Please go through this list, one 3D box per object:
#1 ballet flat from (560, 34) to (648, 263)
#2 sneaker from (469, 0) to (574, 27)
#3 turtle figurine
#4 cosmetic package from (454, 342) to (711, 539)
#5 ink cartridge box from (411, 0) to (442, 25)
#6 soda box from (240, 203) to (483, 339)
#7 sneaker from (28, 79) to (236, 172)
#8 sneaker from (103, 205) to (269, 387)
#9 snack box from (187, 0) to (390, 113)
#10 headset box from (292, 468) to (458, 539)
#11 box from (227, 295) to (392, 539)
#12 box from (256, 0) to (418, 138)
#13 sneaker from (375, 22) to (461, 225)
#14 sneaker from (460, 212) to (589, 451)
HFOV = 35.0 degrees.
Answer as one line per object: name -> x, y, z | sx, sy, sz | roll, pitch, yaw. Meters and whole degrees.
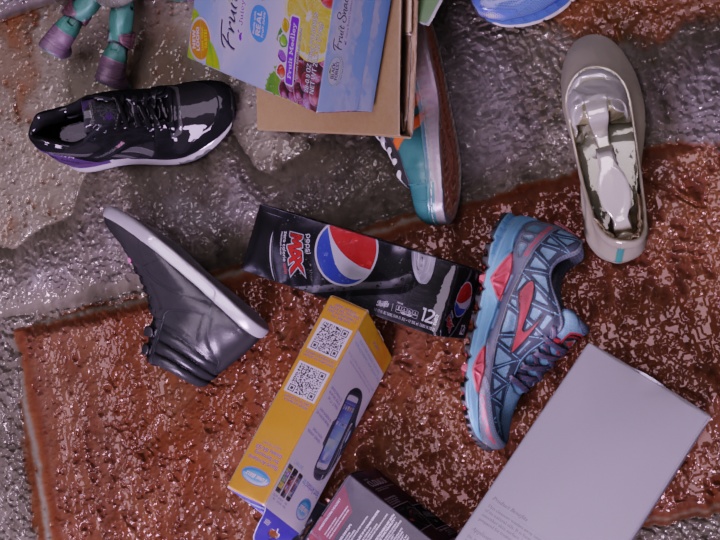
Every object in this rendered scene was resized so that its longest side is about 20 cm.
ballet flat -> 0.204, -0.107, 0.946 | 0.069, 0.069, 0.200 | -11, 81, 17
sneaker -> 0.177, -0.278, 0.959 | 0.200, 0.089, 0.079 | -29, 75, 14
turtle figurine -> -0.226, -0.283, 1.097 | 0.150, 0.101, 0.200 | 34, 102, 19
cosmetic package -> 0.170, 0.171, 0.889 | 0.113, 0.081, 0.200 | 34, 72, 19
ink cartridge box -> 0.036, -0.292, 0.995 | 0.200, 0.048, 0.146 | 31, 95, 40
soda box -> 0.000, 0.000, 0.992 | 0.200, 0.071, 0.063 | 17, 92, 26
sneaker -> -0.217, -0.137, 1.080 | 0.200, 0.088, 0.076 | -13, 81, 17
sneaker -> -0.188, 0.028, 1.063 | 0.200, 0.071, 0.099 | 40, 93, 14
snack box -> -0.061, -0.237, 0.958 | 0.200, 0.068, 0.169 | 29, 117, 46
headset box -> 0.022, 0.274, 0.966 | 0.200, 0.075, 0.149 | 35, 96, 18
box -> -0.043, 0.132, 0.949 | 0.041, 0.119, 0.200 | 24, 73, 21
box -> -0.026, -0.199, 0.991 | 0.200, 0.021, 0.164 | 10, 103, 48
sneaker -> 0.038, -0.129, 1.006 | 0.080, 0.071, 0.200 | -13, 73, 18
sneaker -> 0.139, 0.054, 0.946 | 0.095, 0.079, 0.200 | 9, 88, 17
